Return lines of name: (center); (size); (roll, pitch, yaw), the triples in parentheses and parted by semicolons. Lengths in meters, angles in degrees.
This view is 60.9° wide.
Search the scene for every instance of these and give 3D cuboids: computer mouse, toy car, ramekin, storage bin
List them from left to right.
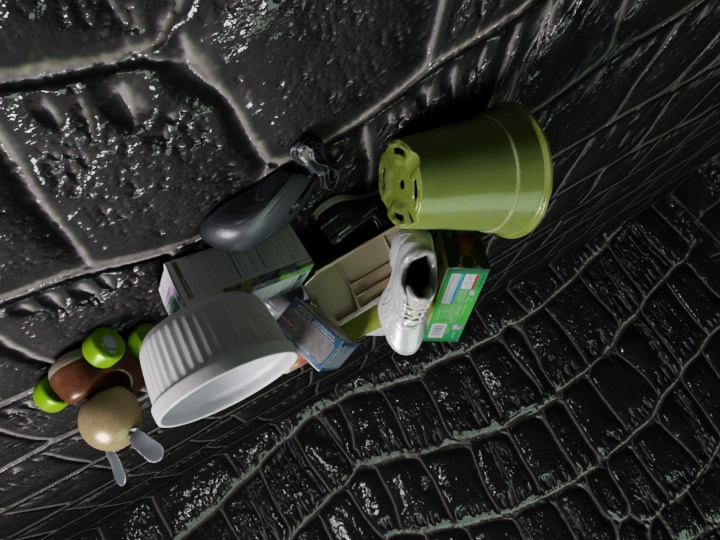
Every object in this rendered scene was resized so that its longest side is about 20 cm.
toy car: (-0.360, 0.208, 0.916); (0.164, 0.201, 0.158); (-37, 164, 23)
ramekin: (-0.193, 0.113, 0.814); (0.199, 0.105, 0.200); (-27, 164, -9)
computer mouse: (-0.111, -0.079, 0.772); (0.199, 0.053, 0.138); (-33, 166, 6)
storage bin: (0.000, 0.000, 1.034); (0.198, 0.094, 0.200); (-30, -172, -6)

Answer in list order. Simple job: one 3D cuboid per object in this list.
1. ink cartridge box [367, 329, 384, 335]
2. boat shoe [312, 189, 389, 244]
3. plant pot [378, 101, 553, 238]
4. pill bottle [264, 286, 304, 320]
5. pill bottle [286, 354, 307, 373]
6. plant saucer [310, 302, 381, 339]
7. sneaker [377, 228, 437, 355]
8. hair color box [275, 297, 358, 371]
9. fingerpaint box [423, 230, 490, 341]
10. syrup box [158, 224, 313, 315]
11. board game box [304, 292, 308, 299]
ink cartridge box: (0.059, 0.087, 1.323); (0.145, 0.085, 0.200); (-16, 169, 22)
boat shoe: (0.012, -0.084, 0.975); (0.199, 0.068, 0.072); (-17, 158, -47)
plant pot: (0.134, -0.131, 0.875); (0.189, 0.201, 0.200); (-11, 158, -24)
pill bottle: (-0.191, 0.077, 1.004); (0.200, 0.111, 0.111); (-37, 164, 19)
pill bottle: (-0.106, 0.136, 1.357); (0.199, 0.113, 0.112); (-25, 164, -21)
plant saucer: (-0.011, 0.056, 1.170); (0.199, 0.048, 0.200); (-25, -156, 2)
sneaker: (0.072, 0.042, 0.894); (0.077, 0.201, 0.099); (-1, -159, -7)
hair color box: (-0.067, 0.105, 0.983); (0.061, 0.100, 0.200); (-49, 170, -2)
fingerpaint box: (0.146, -0.003, 1.039); (0.073, 0.168, 0.201); (2, 140, -8)
syrup box: (-0.176, 0.009, 0.872); (0.199, 0.082, 0.079); (-23, 162, -33)
board game box: (-0.111, 0.033, 1.199); (0.199, 0.020, 0.103); (-19, 163, -38)
